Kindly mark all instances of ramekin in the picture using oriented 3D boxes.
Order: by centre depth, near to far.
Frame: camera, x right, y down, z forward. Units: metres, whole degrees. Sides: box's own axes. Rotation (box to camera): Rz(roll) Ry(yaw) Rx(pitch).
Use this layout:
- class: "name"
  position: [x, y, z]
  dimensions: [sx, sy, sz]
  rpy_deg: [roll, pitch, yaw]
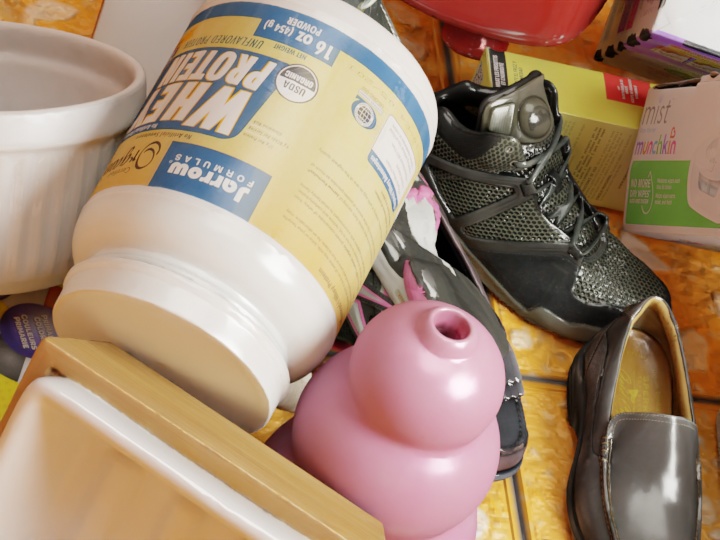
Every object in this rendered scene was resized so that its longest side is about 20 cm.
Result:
- class: "ramekin"
  position: [-0.215, -0.060, 1.514]
  dimensions: [0.199, 0.106, 0.200]
  rpy_deg: [4, 19, -1]

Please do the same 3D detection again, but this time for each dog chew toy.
- class: "dog chew toy"
  position: [0.014, 0.093, 1.446]
  dimensions: [0.124, 0.200, 0.125]
  rpy_deg: [13, 43, -12]

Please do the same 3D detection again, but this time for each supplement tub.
- class: "supplement tub"
  position: [-0.059, -0.032, 1.461]
  dimensions: [0.144, 0.145, 0.201]
  rpy_deg: [26, 62, 2]

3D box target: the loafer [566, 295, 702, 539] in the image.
- class: "loafer"
  position: [0.156, 0.103, 1.589]
  dimensions: [0.072, 0.072, 0.201]
  rpy_deg: [7, 48, -18]

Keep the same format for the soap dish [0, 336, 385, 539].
- class: "soap dish"
  position: [-0.096, 0.140, 1.399]
  dimensions: [0.200, 0.158, 0.081]
  rpy_deg: [33, 29, 8]

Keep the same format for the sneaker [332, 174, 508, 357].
- class: "sneaker"
  position: [0.000, 0.000, 1.582]
  dimensions: [0.080, 0.086, 0.200]
  rpy_deg: [23, 31, -41]

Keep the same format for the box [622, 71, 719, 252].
- class: "box"
  position: [0.270, -0.050, 1.639]
  dimensions: [0.176, 0.200, 0.097]
  rpy_deg: [11, 90, -16]

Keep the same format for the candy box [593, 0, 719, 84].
- class: "candy box"
  position: [0.248, -0.143, 1.771]
  dimensions: [0.167, 0.200, 0.072]
  rpy_deg: [19, 88, -5]

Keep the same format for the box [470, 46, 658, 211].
- class: "box"
  position: [0.161, -0.078, 1.758]
  dimensions: [0.199, 0.075, 0.050]
  rpy_deg: [11, 45, -12]

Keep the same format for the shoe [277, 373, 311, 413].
- class: "shoe"
  position: [-0.065, 0.002, 1.597]
  dimensions: [0.053, 0.070, 0.201]
  rpy_deg: [24, 36, -31]

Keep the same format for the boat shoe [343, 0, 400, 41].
- class: "boat shoe"
  position: [-0.019, -0.162, 1.596]
  dimensions: [0.200, 0.071, 0.072]
  rpy_deg: [53, 38, -22]

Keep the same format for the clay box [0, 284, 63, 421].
- class: "clay box"
  position: [-0.170, 0.045, 1.522]
  dimensions: [0.199, 0.048, 0.115]
  rpy_deg: [-5, 52, -26]

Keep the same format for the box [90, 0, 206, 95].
- class: "box"
  position: [-0.080, -0.194, 1.727]
  dimensions: [0.097, 0.125, 0.200]
  rpy_deg: [24, 44, 0]

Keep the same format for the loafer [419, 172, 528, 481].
- class: "loafer"
  position: [0.043, 0.026, 1.618]
  dimensions: [0.072, 0.063, 0.201]
  rpy_deg: [-5, 52, -29]

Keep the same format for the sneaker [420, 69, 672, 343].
- class: "sneaker"
  position: [0.108, -0.039, 1.673]
  dimensions: [0.199, 0.114, 0.076]
  rpy_deg: [38, 46, 7]

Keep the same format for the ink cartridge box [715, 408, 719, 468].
- class: "ink cartridge box"
  position: [0.262, 0.120, 1.567]
  dimensions: [0.083, 0.145, 0.201]
  rpy_deg: [11, 46, -11]

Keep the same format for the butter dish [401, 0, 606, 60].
- class: "butter dish"
  position: [0.086, -0.199, 1.755]
  dimensions: [0.199, 0.148, 0.200]
  rpy_deg: [21, 30, 10]
